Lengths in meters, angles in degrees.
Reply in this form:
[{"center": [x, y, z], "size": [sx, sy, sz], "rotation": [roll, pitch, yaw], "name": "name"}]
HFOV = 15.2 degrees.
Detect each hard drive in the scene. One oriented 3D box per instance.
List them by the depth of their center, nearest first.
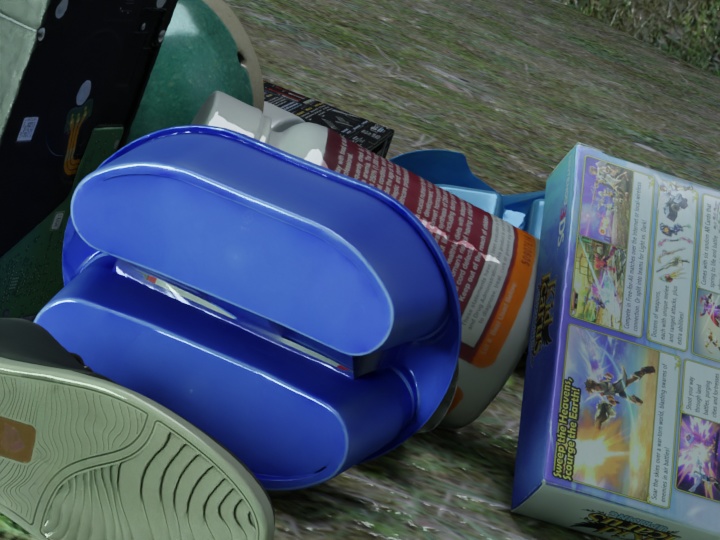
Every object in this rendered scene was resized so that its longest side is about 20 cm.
[{"center": [-0.156, -0.063, 1.290], "size": [0.038, 0.200, 0.140], "rotation": [24, 13, 17], "name": "hard drive"}]

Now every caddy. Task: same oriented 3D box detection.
[{"center": [-0.054, 0.016, 1.251], "size": [0.200, 0.141, 0.105], "rotation": [23, 17, 12], "name": "caddy"}]

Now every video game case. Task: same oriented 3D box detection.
[{"center": [0.175, 0.052, 1.389], "size": [0.181, 0.200, 0.045], "rotation": [18, -31, -15], "name": "video game case"}]

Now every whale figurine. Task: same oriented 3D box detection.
[{"center": [-0.154, -0.089, 1.517], "size": [0.200, 0.159, 0.104], "rotation": [-13, 15, 28], "name": "whale figurine"}]

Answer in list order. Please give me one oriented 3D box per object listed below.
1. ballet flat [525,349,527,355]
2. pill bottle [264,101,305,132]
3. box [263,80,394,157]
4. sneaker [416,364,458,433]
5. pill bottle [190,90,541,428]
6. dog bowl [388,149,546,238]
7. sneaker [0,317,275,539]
[{"center": [0.135, 0.032, 1.700], "size": [0.200, 0.069, 0.071], "rotation": [28, -5, 16], "name": "ballet flat"}, {"center": [-0.136, -0.085, 1.639], "size": [0.200, 0.114, 0.114], "rotation": [25, 13, 24], "name": "pill bottle"}, {"center": [-0.068, -0.098, 1.962], "size": [0.158, 0.050, 0.200], "rotation": [21, 12, 5], "name": "box"}, {"center": [-0.048, 0.045, 1.367], "size": [0.200, 0.077, 0.089], "rotation": [21, -20, 9], "name": "sneaker"}, {"center": [-0.010, -0.008, 1.430], "size": [0.200, 0.114, 0.114], "rotation": [27, 10, -10], "name": "pill bottle"}, {"center": [0.090, -0.008, 1.650], "size": [0.200, 0.112, 0.050], "rotation": [8, -31, 5], "name": "dog bowl"}, {"center": [-0.112, 0.063, 1.095], "size": [0.200, 0.075, 0.106], "rotation": [22, 14, 15], "name": "sneaker"}]
